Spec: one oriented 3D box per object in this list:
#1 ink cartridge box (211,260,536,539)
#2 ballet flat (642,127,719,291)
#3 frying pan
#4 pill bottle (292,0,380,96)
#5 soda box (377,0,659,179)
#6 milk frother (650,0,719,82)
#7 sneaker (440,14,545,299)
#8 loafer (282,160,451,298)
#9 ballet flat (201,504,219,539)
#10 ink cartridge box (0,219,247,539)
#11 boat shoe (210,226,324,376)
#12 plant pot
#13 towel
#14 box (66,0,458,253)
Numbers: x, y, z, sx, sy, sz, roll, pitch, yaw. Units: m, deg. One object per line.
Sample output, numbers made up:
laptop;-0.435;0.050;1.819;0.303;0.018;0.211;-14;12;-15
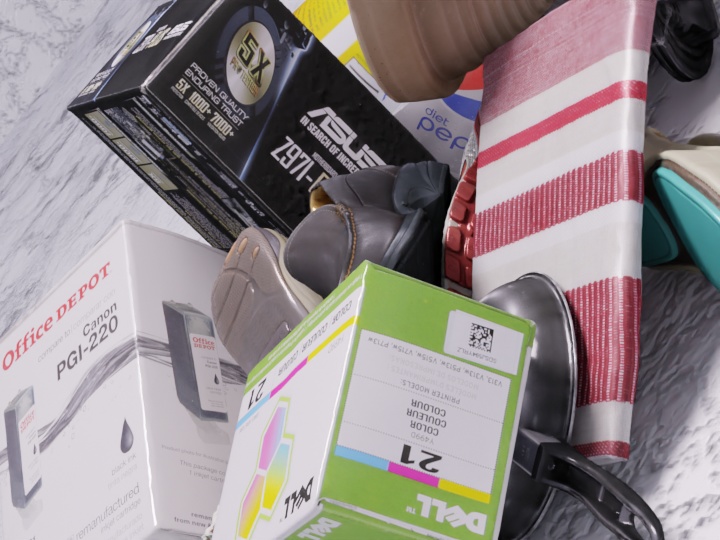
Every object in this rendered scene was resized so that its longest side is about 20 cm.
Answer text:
ink cartridge box;-0.009;0.119;0.810;0.148;0.076;0.201;135;151;-60
ballet flat;0.145;-0.030;0.853;0.070;0.069;0.200;-53;16;-2
frying pan;0.064;0.080;0.835;0.190;0.031;0.115;-103;28;-51
pill bottle;0.014;-0.144;1.332;0.200;0.109;0.109;-39;21;35
soda box;0.087;-0.116;1.139;0.200;0.063;0.068;-35;25;45
milk frother;0.203;-0.210;0.970;0.180;0.201;0.188;-26;9;-41
sneaker;0.082;-0.029;1.019;0.082;0.078;0.200;106;-179;-51
loafer;0.000;0.000;0.964;0.200;0.072;0.073;-67;-23;-74
ballet flat;-0.030;0.115;1.029;0.200;0.075;0.064;-65;-10;-47
ink cartridge box;-0.128;0.096;1.144;0.146;0.085;0.200;-40;44;35
boat shoe;-0.005;0.057;0.992;0.075;0.073;0.200;-54;44;34
plant pot;0.053;-0.181;0.974;0.092;0.201;0.201;-3;38;16
towel;0.085;-0.014;0.882;0.144;0.023;0.201;155;121;-67
box;-0.043;-0.055;1.138;0.086;0.200;0.164;-50;15;-14
